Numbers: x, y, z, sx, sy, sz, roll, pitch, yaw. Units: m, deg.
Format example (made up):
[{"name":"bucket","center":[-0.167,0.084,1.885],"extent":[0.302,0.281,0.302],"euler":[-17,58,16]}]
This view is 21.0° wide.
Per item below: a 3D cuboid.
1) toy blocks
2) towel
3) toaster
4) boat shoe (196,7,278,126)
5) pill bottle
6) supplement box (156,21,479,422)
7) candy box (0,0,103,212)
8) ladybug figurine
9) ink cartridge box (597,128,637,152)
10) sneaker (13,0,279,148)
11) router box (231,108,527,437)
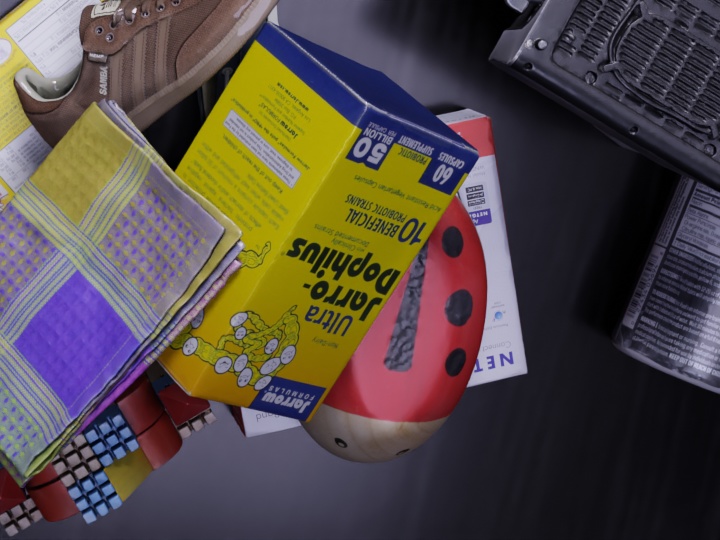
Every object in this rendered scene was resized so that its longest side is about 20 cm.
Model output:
[{"name":"toy blocks","center":[-0.169,0.109,1.225],"extent":[0.200,0.137,0.100],"euler":[-29,106,-6]},{"name":"towel","center":[-0.171,0.009,1.130],"extent":[0.200,0.023,0.144],"euler":[-46,66,8]},{"name":"toaster","center":[0.200,-0.159,1.172],"extent":[0.200,0.119,0.181],"euler":[29,94,-13]},{"name":"boat shoe","center":[-0.092,-0.182,1.224],"extent":[0.062,0.075,0.200],"euler":[-18,113,-21]},{"name":"pill bottle","center":[0.254,-0.022,1.317],"extent":[0.106,0.106,0.200],"euler":[21,95,-16]},{"name":"supplement box","center":[-0.043,-0.026,1.157],"extent":[0.109,0.110,0.200],"euler":[18,110,-47]},{"name":"candy box","center":[-0.226,-0.094,1.231],"extent":[0.200,0.026,0.102],"euler":[-39,110,-3]},{"name":"ladybug figurine","center":[0.019,0.030,1.237],"extent":[0.136,0.072,0.200],"euler":[5,99,-14]},{"name":"ink cartridge box","center":[0.235,-0.166,1.289],"extent":[0.039,0.099,0.200],"euler":[35,90,-16]},{"name":"sneaker","center":[-0.128,-0.139,1.164],"extent":[0.200,0.070,0.076],"euler":[-38,109,23]},{"name":"router box","center":[0.000,0.000,1.290],"extent":[0.200,0.049,0.180],"euler":[-13,103,-11]}]
